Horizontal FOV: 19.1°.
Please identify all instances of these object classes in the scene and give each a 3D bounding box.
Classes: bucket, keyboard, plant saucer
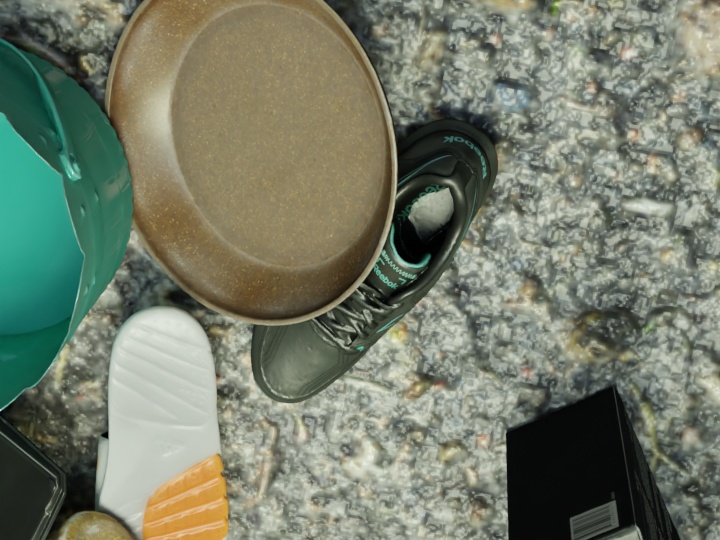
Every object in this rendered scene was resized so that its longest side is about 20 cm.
[{"bbox_3d":[-0.227,-0.027,1.168,0.206,0.135,0.209,3,108,11],"label":"bucket"},{"bbox_3d":[-0.249,0.169,1.236,0.127,0.021,0.201,35,105,23],"label":"keyboard"},{"bbox_3d":[-0.054,-0.071,1.172,0.199,0.037,0.202,12,111,33],"label":"plant saucer"}]

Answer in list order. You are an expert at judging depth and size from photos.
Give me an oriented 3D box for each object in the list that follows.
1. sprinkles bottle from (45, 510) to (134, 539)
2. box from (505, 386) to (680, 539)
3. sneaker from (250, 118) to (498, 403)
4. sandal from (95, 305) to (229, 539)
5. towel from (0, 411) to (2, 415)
[{"bbox_3d":[-0.213,0.212,1.263,0.200,0.068,0.068,-34,103,32],"label":"sprinkles bottle"},{"bbox_3d":[0.140,0.173,1.187,0.078,0.200,0.142,-24,104,11],"label":"box"},{"bbox_3d":[0.000,0.000,1.205,0.075,0.079,0.200,34,109,-9],"label":"sneaker"},{"bbox_3d":[-0.115,0.098,1.252,0.079,0.059,0.208,1,122,-9],"label":"sandal"},{"bbox_3d":[-0.316,0.098,1.276,0.199,0.050,0.149,16,105,-3],"label":"towel"}]
